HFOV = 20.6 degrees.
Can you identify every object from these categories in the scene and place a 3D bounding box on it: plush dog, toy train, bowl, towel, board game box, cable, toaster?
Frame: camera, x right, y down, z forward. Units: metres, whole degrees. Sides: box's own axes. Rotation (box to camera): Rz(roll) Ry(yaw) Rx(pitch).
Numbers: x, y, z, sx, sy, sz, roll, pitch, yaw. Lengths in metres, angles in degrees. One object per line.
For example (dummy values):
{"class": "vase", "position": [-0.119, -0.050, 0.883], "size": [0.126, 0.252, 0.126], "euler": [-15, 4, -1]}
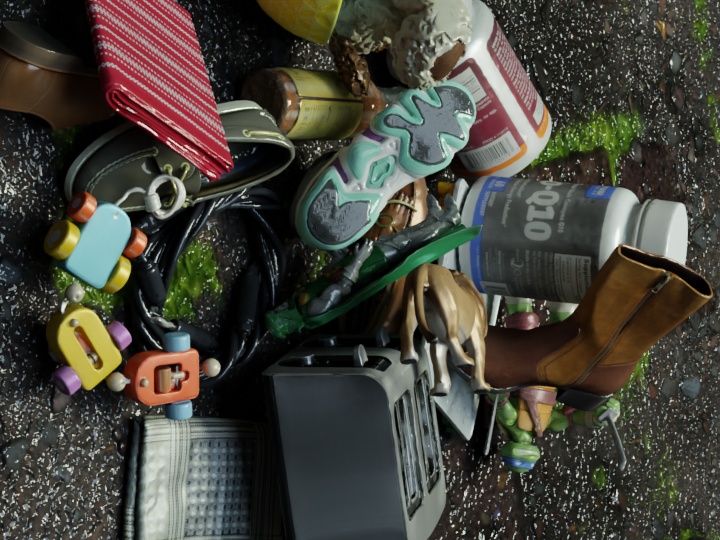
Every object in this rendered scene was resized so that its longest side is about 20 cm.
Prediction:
{"class": "plush dog", "position": [0.030, -0.250, 1.738], "size": [0.160, 0.172, 0.201], "euler": [39, 58, -10]}
{"class": "toy train", "position": [-0.190, 0.026, 1.572], "size": [0.149, 0.055, 0.202], "euler": [-14, 106, -37]}
{"class": "bowl", "position": [-0.061, -0.304, 1.699], "size": [0.107, 0.200, 0.202], "euler": [11, 77, -6]}
{"class": "towel", "position": [-0.125, 0.225, 1.676], "size": [0.192, 0.034, 0.202], "euler": [10, 81, -51]}
{"class": "board game box", "position": [0.091, 0.040, 1.909], "size": [0.200, 0.026, 0.202], "euler": [52, 48, -63]}
{"class": "towel", "position": [-0.169, -0.172, 1.565], "size": [0.144, 0.022, 0.201], "euler": [36, 26, -43]}
{"class": "cable", "position": [-0.117, 0.005, 1.681], "size": [0.200, 0.050, 0.165], "euler": [-33, 114, -47]}
{"class": "toaster", "position": [-0.005, 0.158, 1.721], "size": [0.181, 0.117, 0.202], "euler": [-31, 114, -73]}

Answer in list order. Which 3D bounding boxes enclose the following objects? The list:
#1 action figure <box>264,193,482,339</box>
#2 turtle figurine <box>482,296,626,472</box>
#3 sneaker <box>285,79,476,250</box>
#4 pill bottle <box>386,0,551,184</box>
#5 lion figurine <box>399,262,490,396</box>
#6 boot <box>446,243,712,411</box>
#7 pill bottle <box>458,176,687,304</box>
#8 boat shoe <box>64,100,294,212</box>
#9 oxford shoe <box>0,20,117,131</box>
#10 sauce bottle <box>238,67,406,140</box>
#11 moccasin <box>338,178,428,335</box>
{"class": "action figure", "position": [0.000, 0.000, 1.733], "size": [0.199, 0.118, 0.055], "euler": [-34, 101, -18]}
{"class": "turtle figurine", "position": [0.192, 0.101, 1.940], "size": [0.200, 0.142, 0.196], "euler": [83, 13, -82]}
{"class": "sneaker", "position": [0.006, -0.098, 1.773], "size": [0.200, 0.140, 0.078], "euler": [-39, 102, -12]}
{"class": "pill bottle", "position": [0.094, -0.190, 1.900], "size": [0.201, 0.113, 0.115], "euler": [55, 49, -34]}
{"class": "lion figurine", "position": [0.070, 0.035, 1.695], "size": [0.200, 0.072, 0.124], "euler": [68, 17, -71]}
{"class": "boot", "position": [0.192, 0.047, 1.798], "size": [0.187, 0.200, 0.069], "euler": [22, 49, -14]}
{"class": "pill bottle", "position": [0.201, -0.025, 1.862], "size": [0.114, 0.198, 0.115], "euler": [6, 90, -70]}
{"class": "boat shoe", "position": [-0.144, -0.086, 1.607], "size": [0.201, 0.060, 0.073], "euler": [-20, 134, -34]}
{"class": "oxford shoe", "position": [-0.222, -0.142, 1.561], "size": [0.199, 0.071, 0.072], "euler": [10, 111, -53]}
{"class": "sauce bottle", "position": [-0.025, -0.148, 1.791], "size": [0.199, 0.066, 0.067], "euler": [0, 89, -51]}
{"class": "moccasin", "position": [0.013, -0.026, 1.835], "size": [0.078, 0.073, 0.203], "euler": [18, 84, -57]}
